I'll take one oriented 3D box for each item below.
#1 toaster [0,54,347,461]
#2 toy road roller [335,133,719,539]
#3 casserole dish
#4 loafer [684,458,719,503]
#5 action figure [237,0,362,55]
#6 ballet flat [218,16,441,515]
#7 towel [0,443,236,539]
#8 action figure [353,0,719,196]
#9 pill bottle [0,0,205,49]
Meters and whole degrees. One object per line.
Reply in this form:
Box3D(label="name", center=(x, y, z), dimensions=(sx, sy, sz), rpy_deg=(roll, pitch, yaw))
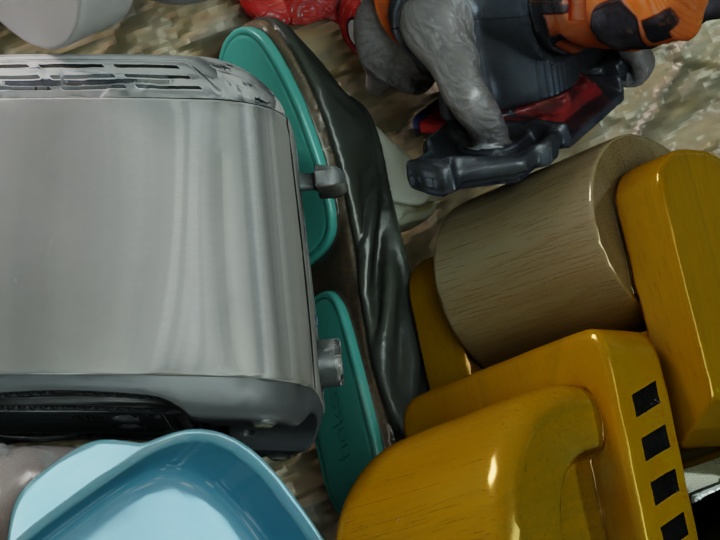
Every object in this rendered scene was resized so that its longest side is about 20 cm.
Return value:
Box3D(label="toaster", center=(-0.105, -0.002, 0.968), dimensions=(0.200, 0.114, 0.129), rpy_deg=(0, 77, 3))
Box3D(label="toy road roller", center=(0.062, 0.056, 0.937), dimensions=(0.146, 0.123, 0.200), rpy_deg=(4, 69, -46))
Box3D(label="casserole dish", center=(-0.049, 0.147, 0.918), dimensions=(0.121, 0.039, 0.200), rpy_deg=(-36, 96, -21))
Box3D(label="loafer", center=(0.143, 0.083, 1.069), dimensions=(0.200, 0.075, 0.070), rpy_deg=(16, 81, -16))
Box3D(label="action figure", center=(-0.056, -0.158, 1.053), dimensions=(0.065, 0.052, 0.200), rpy_deg=(-45, 100, -23))
Box3D(label="ballet flat", center=(0.000, 0.000, 1.038), dimensions=(0.068, 0.068, 0.200), rpy_deg=(-8, 79, -35))
Box3D(label="towel", center=(-0.149, 0.150, 0.946), dimensions=(0.200, 0.032, 0.191), rpy_deg=(4, 101, -19))
Box3D(label="action figure", center=(0.086, -0.108, 1.010), dimensions=(0.105, 0.193, 0.200), rpy_deg=(69, 26, -14))
Box3D(label="pill bottle", center=(-0.047, -0.163, 0.965), dimensions=(0.200, 0.116, 0.116), rpy_deg=(-32, 93, -28))
